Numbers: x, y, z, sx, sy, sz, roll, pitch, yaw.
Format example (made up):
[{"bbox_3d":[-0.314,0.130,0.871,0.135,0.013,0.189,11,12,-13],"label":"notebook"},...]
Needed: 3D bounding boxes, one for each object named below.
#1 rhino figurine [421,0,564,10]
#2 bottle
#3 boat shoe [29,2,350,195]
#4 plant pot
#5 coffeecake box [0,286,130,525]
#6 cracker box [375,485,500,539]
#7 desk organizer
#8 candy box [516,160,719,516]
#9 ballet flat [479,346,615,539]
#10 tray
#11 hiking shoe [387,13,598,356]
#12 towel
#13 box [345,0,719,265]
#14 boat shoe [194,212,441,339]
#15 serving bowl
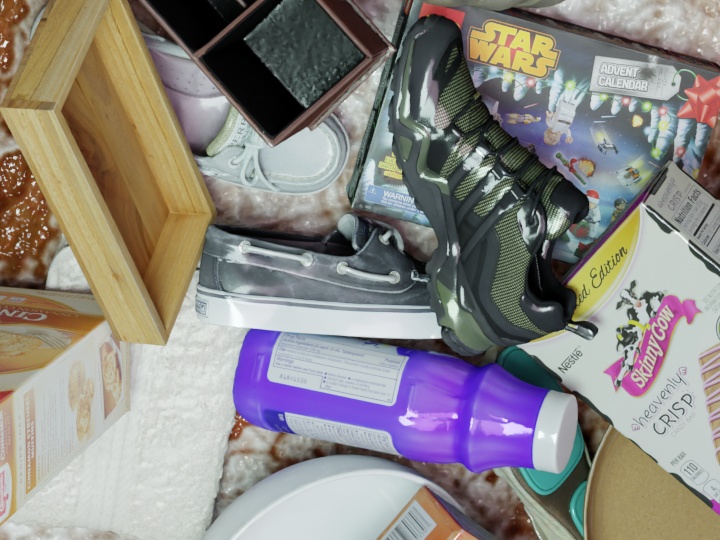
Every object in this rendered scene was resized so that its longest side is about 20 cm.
[{"bbox_3d":[0.055,-0.177,1.343,0.199,0.087,0.060,-4,88,-37],"label":"rhino figurine"},{"bbox_3d":[0.027,0.078,1.417,0.199,0.084,0.066,10,83,19],"label":"bottle"},{"bbox_3d":[-0.099,-0.096,1.393,0.201,0.065,0.075,28,103,-13],"label":"boat shoe"},{"bbox_3d":[0.220,0.152,1.492,0.199,0.027,0.201,1,89,-24],"label":"plant pot"},{"bbox_3d":[-0.234,0.070,1.339,0.153,0.200,0.073,5,107,15],"label":"coffeecake box"},{"bbox_3d":[0.067,0.237,1.477,0.134,0.058,0.200,-49,127,3],"label":"cracker box"},{"bbox_3d":[-0.080,-0.167,1.328,0.072,0.077,0.200,-42,89,22],"label":"desk organizer"},{"bbox_3d":[0.209,0.053,1.396,0.200,0.061,0.136,40,127,1],"label":"candy box"},{"bbox_3d":[0.114,0.132,1.491,0.067,0.062,0.200,-43,110,-35],"label":"ballet flat"},{"bbox_3d":[-0.136,-0.059,1.322,0.037,0.099,0.200,4,143,21],"label":"tray"},{"bbox_3d":[0.081,-0.052,1.362,0.100,0.076,0.201,-6,108,23],"label":"hiking shoe"},{"bbox_3d":[-0.138,0.072,1.460,0.132,0.034,0.201,10,107,-8],"label":"towel"},{"bbox_3d":[0.105,-0.081,1.433,0.199,0.040,0.137,14,105,-10],"label":"box"},{"bbox_3d":[0.000,0.000,1.425,0.199,0.072,0.068,3,101,-17],"label":"boat shoe"},{"bbox_3d":[-0.029,0.195,1.480,0.199,0.066,0.201,-13,121,-23],"label":"serving bowl"}]
